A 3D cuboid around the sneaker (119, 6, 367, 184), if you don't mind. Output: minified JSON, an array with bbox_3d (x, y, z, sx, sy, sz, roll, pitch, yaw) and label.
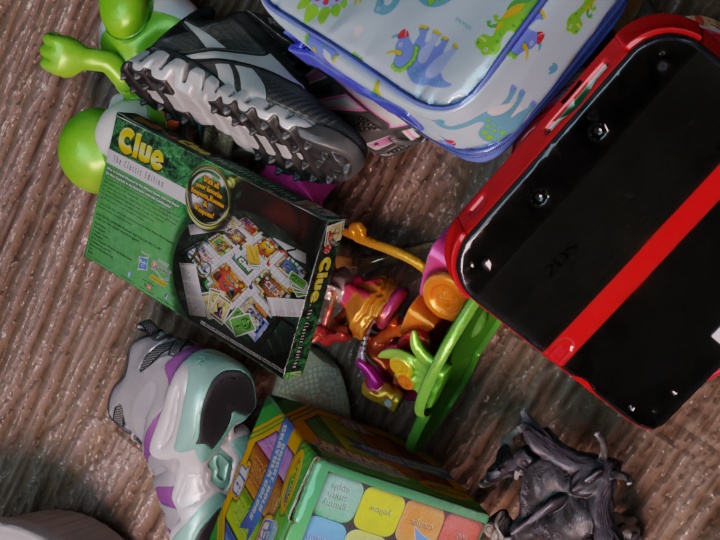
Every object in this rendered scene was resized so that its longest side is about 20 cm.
[{"bbox_3d":[-0.061,-0.121,0.956,0.200,0.067,0.091,26,71,37],"label":"sneaker"}]

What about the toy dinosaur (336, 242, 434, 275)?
[{"bbox_3d":[-0.061,-0.017,1.067,0.200,0.060,0.107,30,109,17],"label":"toy dinosaur"}]

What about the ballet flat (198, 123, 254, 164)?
[{"bbox_3d":[-0.086,-0.077,1.039,0.065,0.071,0.201,13,84,3],"label":"ballet flat"}]

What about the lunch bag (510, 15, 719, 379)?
[{"bbox_3d":[0.200,-0.044,0.903,0.176,0.082,0.200,-29,106,13],"label":"lunch bag"}]

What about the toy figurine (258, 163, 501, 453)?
[{"bbox_3d":[0.000,0.000,0.995,0.184,0.150,0.200,33,135,13],"label":"toy figurine"}]

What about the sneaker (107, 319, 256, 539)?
[{"bbox_3d":[-0.140,0.128,1.132,0.140,0.078,0.201,29,124,38],"label":"sneaker"}]

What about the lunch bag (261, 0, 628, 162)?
[{"bbox_3d":[0.044,-0.167,0.894,0.200,0.082,0.161,37,89,37],"label":"lunch bag"}]

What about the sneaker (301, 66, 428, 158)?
[{"bbox_3d":[0.036,-0.115,1.000,0.199,0.080,0.087,13,110,29],"label":"sneaker"}]

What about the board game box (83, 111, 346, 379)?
[{"bbox_3d":[-0.098,-0.020,0.965,0.200,0.023,0.105,29,112,36],"label":"board game box"}]

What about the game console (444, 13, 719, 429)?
[{"bbox_3d":[0.165,-0.025,0.857,0.177,0.031,0.200,36,109,-16],"label":"game console"}]

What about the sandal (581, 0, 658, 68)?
[{"bbox_3d":[0.143,-0.185,0.929,0.081,0.055,0.201,-13,89,-6],"label":"sandal"}]

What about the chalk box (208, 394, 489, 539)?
[{"bbox_3d":[-0.008,0.175,0.970,0.124,0.200,0.124,21,93,-18],"label":"chalk box"}]

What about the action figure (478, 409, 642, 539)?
[{"bbox_3d":[0.121,0.158,0.993,0.119,0.102,0.200,52,131,10],"label":"action figure"}]

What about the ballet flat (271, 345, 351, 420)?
[{"bbox_3d":[-0.045,0.154,1.089,0.067,0.062,0.201,6,102,27],"label":"ballet flat"}]

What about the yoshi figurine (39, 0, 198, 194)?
[{"bbox_3d":[-0.171,-0.135,1.066,0.112,0.112,0.201,4,93,-15],"label":"yoshi figurine"}]

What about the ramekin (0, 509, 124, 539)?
[{"bbox_3d":[-0.244,0.281,1.189,0.202,0.094,0.203,4,101,24],"label":"ramekin"}]
